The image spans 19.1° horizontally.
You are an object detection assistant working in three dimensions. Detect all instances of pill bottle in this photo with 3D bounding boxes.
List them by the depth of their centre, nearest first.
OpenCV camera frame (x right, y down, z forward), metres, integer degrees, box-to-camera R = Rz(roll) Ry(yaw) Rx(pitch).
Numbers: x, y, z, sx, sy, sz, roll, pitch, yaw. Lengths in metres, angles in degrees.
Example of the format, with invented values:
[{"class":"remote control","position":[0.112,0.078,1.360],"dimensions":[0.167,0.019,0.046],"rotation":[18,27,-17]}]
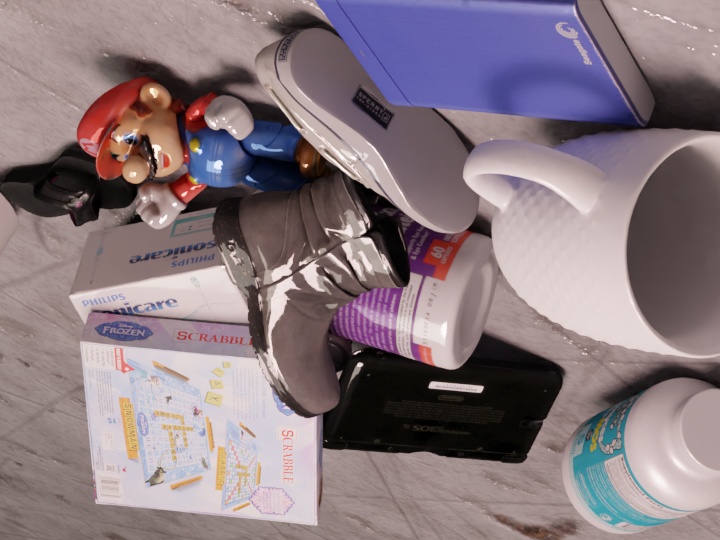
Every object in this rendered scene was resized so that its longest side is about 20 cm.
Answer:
[{"class":"pill bottle","position":[0.000,0.000,1.712],"dimensions":[0.200,0.111,0.111],"rotation":[16,157,17]},{"class":"pill bottle","position":[0.256,0.154,1.804],"dimensions":[0.111,0.111,0.200],"rotation":[28,157,-10]}]

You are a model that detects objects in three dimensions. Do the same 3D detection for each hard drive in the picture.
[{"class":"hard drive","position":[0.080,-0.147,1.414],"dimensions":[0.200,0.025,0.132],"rotation":[8,153,34]}]

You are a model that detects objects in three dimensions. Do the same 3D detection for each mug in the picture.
[{"class":"mug","position":[0.157,-0.034,1.427],"dimensions":[0.200,0.148,0.175],"rotation":[29,169,-32]}]

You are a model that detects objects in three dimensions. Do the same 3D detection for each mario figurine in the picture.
[{"class":"mario figurine","position":[-0.126,-0.081,1.648],"dimensions":[0.200,0.123,0.106],"rotation":[13,-169,11]}]

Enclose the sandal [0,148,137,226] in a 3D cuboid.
[{"class":"sandal","position":[-0.262,-0.063,1.912],"dimensions":[0.075,0.048,0.200],"rotation":[35,156,-25]}]

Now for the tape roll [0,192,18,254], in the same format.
[{"class":"tape roll","position":[-0.441,-0.038,2.009],"dimensions":[0.203,0.139,0.203],"rotation":[26,161,9]}]

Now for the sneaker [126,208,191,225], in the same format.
[{"class":"sneaker","position":[-0.169,-0.010,1.941],"dimensions":[0.090,0.070,0.200],"rotation":[6,160,-27]}]

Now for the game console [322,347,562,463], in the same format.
[{"class":"game console","position":[0.055,0.106,1.930],"dimensions":[0.200,0.116,0.176],"rotation":[5,133,-18]}]

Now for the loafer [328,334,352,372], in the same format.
[{"class":"loafer","position":[-0.103,0.051,1.938],"dimensions":[0.200,0.063,0.072],"rotation":[7,133,6]}]

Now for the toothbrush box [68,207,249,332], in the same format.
[{"class":"toothbrush box","position":[-0.139,0.052,1.841],"dimensions":[0.146,0.085,0.200],"rotation":[-11,130,18]}]

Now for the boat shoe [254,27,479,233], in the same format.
[{"class":"boat shoe","position":[0.003,-0.097,1.548],"dimensions":[0.200,0.072,0.066],"rotation":[37,158,-27]}]

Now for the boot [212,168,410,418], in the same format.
[{"class":"boot","position":[-0.020,0.020,1.626],"dimensions":[0.132,0.070,0.200],"rotation":[-12,119,21]}]

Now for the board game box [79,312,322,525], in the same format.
[{"class":"board game box","position":[-0.131,0.128,1.823],"dimensions":[0.199,0.041,0.200],"rotation":[6,132,4]}]
